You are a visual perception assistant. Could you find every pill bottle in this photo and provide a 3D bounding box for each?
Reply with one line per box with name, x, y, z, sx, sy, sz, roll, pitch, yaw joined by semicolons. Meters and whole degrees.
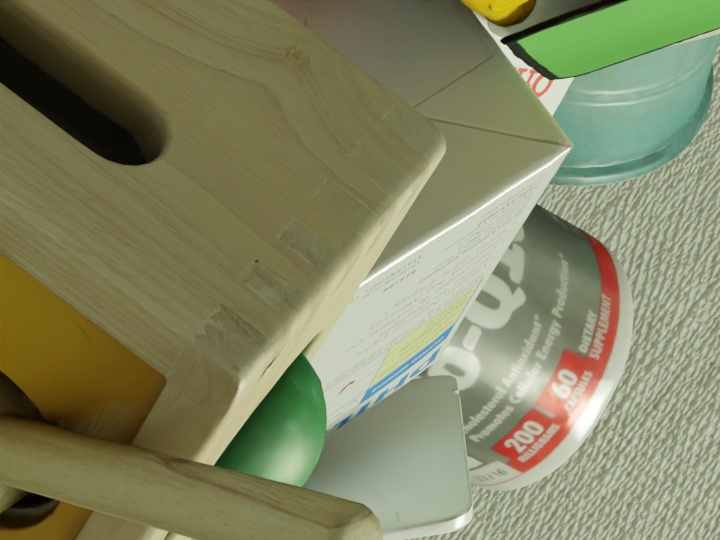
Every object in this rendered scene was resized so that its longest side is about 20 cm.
pill bottle;0.000;0.000;1.159;0.114;0.199;0.114;-36;-140;37

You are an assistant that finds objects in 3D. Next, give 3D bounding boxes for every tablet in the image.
tablet;-0.060;0.077;1.065;0.130;0.199;0.014;-93;174;-70

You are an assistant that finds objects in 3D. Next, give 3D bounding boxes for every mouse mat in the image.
mouse mat;0.128;-0.092;0.940;0.160;0.008;0.200;-19;177;8

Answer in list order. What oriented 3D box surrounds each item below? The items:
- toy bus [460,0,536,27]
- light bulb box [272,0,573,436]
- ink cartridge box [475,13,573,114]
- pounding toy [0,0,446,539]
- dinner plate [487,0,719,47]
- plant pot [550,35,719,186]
toy bus;0.028;-0.168;0.835;0.191;0.201;0.136;-24;167;14
light bulb box;-0.063;-0.002;0.938;0.198;0.125;0.200;-32;169;-19
ink cartridge box;0.049;-0.158;1.070;0.144;0.085;0.201;1;123;-54
pounding toy;-0.079;0.012;0.675;0.142;0.200;0.184;-49;174;-45
dinner plate;0.141;-0.108;1.023;0.199;0.024;0.200;-19;174;-2
plant pot;0.108;-0.181;1.433;0.200;0.200;0.197;-50;166;-42
